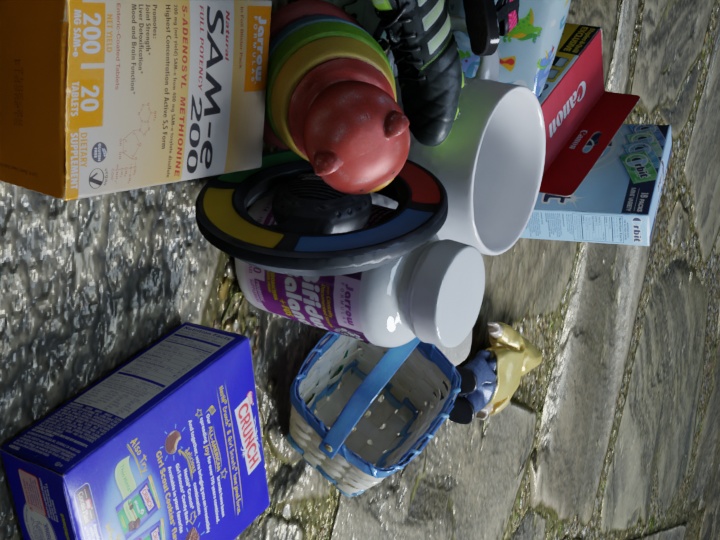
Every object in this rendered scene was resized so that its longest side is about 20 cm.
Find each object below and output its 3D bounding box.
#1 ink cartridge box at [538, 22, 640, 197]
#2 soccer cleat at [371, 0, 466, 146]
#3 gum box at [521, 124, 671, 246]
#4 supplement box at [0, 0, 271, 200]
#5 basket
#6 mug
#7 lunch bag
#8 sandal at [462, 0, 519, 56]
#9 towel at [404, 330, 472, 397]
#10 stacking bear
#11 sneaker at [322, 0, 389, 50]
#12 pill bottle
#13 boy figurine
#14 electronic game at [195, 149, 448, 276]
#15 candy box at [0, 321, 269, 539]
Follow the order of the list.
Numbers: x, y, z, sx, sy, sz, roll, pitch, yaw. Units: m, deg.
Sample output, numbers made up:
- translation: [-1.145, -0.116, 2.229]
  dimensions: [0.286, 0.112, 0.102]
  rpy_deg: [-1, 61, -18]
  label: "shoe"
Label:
- translation: [0.182, -0.179, 1.175]
  dimensions: [0.201, 0.173, 0.085]
  rpy_deg: [-51, 141, -36]
  label: "ink cartridge box"
- translation: [0.040, -0.200, 0.881]
  dimensions: [0.080, 0.067, 0.204]
  rpy_deg: [-10, 103, -38]
  label: "soccer cleat"
- translation: [0.238, -0.103, 1.243]
  dimensions: [0.171, 0.197, 0.045]
  rpy_deg: [-62, 148, -44]
  label: "gum box"
- translation: [-0.149, -0.127, 0.755]
  dimensions: [0.199, 0.073, 0.128]
  rpy_deg: [-19, 119, -55]
  label: "supplement box"
- translation: [0.016, 0.107, 1.025]
  dimensions: [0.176, 0.139, 0.201]
  rpy_deg: [-44, 173, -42]
  label: "basket"
- translation: [0.064, -0.130, 1.004]
  dimensions: [0.147, 0.173, 0.204]
  rpy_deg: [1, 101, -58]
  label: "mug"
- translation: [0.150, -0.289, 1.094]
  dimensions: [0.201, 0.125, 0.172]
  rpy_deg: [-65, 169, -51]
  label: "lunch bag"
- translation: [0.108, -0.227, 0.906]
  dimensions: [0.201, 0.044, 0.076]
  rpy_deg: [-83, 171, -67]
  label: "sandal"
- translation: [0.074, 0.020, 1.155]
  dimensions: [0.132, 0.034, 0.204]
  rpy_deg: [-26, 120, -51]
  label: "towel"
- translation: [-0.018, -0.123, 0.829]
  dimensions: [0.120, 0.201, 0.115]
  rpy_deg: [-23, 121, -3]
  label: "stacking bear"
- translation: [-0.030, -0.243, 0.897]
  dimensions: [0.198, 0.074, 0.120]
  rpy_deg: [9, 111, -44]
  label: "sneaker"
- translation: [0.000, 0.000, 0.928]
  dimensions: [0.112, 0.197, 0.114]
  rpy_deg: [-28, 125, -50]
  label: "pill bottle"
- translation: [0.166, 0.118, 1.379]
  dimensions: [0.199, 0.064, 0.127]
  rpy_deg: [-26, 123, -53]
  label: "boy figurine"
- translation: [-0.030, -0.052, 0.858]
  dimensions: [0.199, 0.197, 0.042]
  rpy_deg: [-36, 133, -46]
  label: "electronic game"
- translation: [-0.162, 0.161, 0.850]
  dimensions: [0.199, 0.076, 0.172]
  rpy_deg: [-36, 130, -46]
  label: "candy box"
